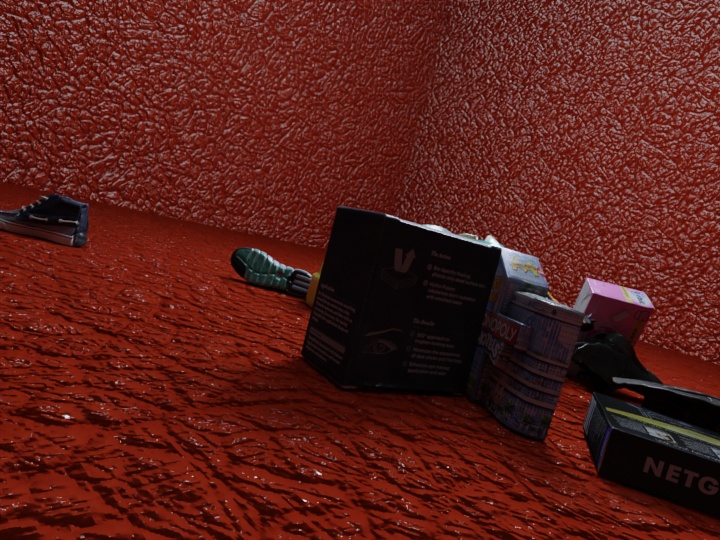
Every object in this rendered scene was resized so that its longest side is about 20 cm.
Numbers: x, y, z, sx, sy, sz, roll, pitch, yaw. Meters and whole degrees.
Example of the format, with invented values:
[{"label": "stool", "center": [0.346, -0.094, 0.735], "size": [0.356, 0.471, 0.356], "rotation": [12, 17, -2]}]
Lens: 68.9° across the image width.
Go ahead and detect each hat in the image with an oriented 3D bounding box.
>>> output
[{"label": "hat", "center": [0.436, 0.199, 0.691], "size": [0.199, 0.082, 0.201], "rotation": [11, -6, 1]}]

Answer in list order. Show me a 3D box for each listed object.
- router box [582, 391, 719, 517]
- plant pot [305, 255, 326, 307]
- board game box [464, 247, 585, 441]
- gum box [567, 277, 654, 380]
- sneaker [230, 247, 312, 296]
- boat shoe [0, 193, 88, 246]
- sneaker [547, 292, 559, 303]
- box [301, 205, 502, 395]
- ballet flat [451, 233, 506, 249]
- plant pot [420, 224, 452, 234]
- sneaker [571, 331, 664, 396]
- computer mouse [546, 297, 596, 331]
[{"label": "router box", "center": [0.354, 0.203, 0.562], "size": [0.198, 0.053, 0.157], "rotation": [16, 5, 18]}, {"label": "plant pot", "center": [0.000, 0.000, 1.104], "size": [0.199, 0.191, 0.201], "rotation": [13, 4, -1]}, {"label": "board game box", "center": [0.193, 0.077, 0.668], "size": [0.061, 0.202, 0.200], "rotation": [14, 4, -8]}, {"label": "gum box", "center": [0.468, 0.127, 1.030], "size": [0.113, 0.201, 0.066], "rotation": [14, 28, 5]}, {"label": "sneaker", "center": [-0.198, 0.013, 1.189], "size": [0.199, 0.075, 0.088], "rotation": [24, -9, 3]}, {"label": "boat shoe", "center": [-0.647, -0.116, 1.059], "size": [0.198, 0.094, 0.075], "rotation": [14, 4, -8]}, {"label": "sneaker", "center": [0.407, 0.068, 1.254], "size": [0.077, 0.078, 0.200], "rotation": [-33, 73, -31]}, {"label": "box", "center": [0.053, 0.040, 0.670], "size": [0.195, 0.202, 0.117], "rotation": [12, 4, -34]}, {"label": "ballet flat", "center": [0.275, -0.055, 1.227], "size": [0.199, 0.071, 0.068], "rotation": [12, -32, 30]}, {"label": "plant pot", "center": [0.166, 0.004, 1.342], "size": [0.198, 0.201, 0.135], "rotation": [13, 41, -12]}, {"label": "sneaker", "center": [0.470, 0.195, 0.966], "size": [0.200, 0.104, 0.060], "rotation": [50, -13, -7]}, {"label": "computer mouse", "center": [0.296, 0.063, 0.906], "size": [0.199, 0.044, 0.109], "rotation": [24, 13, 32]}]
